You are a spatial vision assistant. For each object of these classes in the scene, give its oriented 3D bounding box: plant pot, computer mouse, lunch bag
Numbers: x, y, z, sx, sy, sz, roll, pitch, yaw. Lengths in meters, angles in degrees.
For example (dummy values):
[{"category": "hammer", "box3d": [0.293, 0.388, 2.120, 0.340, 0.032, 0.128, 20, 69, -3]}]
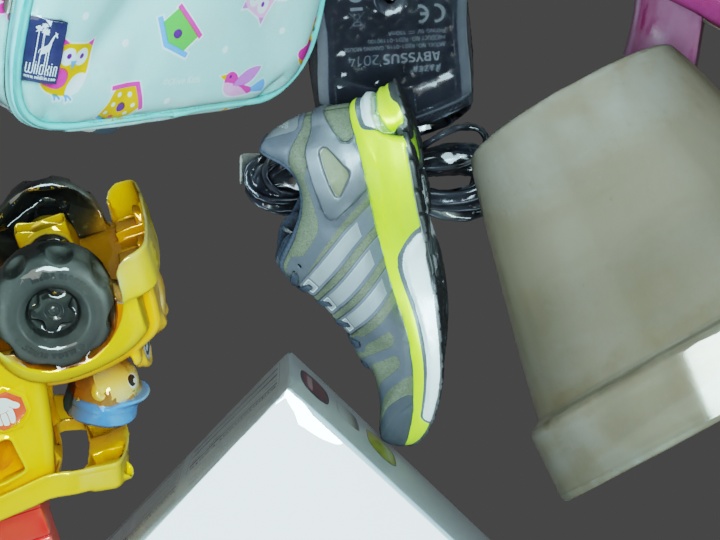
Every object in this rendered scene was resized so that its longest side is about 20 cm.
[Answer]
[{"category": "plant pot", "box3d": [0.147, -0.009, 1.055, 0.200, 0.200, 0.174, -28, 83, 3]}, {"category": "computer mouse", "box3d": [0.008, -0.127, 1.099, 0.138, 0.053, 0.201, 1, 110, -3]}, {"category": "lunch bag", "box3d": [-0.098, -0.152, 0.984, 0.077, 0.200, 0.161, 34, 120, 34]}]

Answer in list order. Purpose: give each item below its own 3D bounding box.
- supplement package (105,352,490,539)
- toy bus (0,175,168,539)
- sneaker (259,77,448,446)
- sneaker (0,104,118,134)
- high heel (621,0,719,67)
[{"category": "supplement package", "box3d": [-0.017, 0.171, 1.104, 0.200, 0.111, 0.156, 43, 95, -6]}, {"category": "toy bus", "box3d": [-0.176, 0.069, 1.086, 0.199, 0.136, 0.192, -20, 110, -1]}, {"category": "sneaker", "box3d": [0.000, 0.000, 1.091, 0.081, 0.074, 0.201, -6, 114, 8]}, {"category": "sneaker", "box3d": [-0.124, -0.166, 1.087, 0.071, 0.073, 0.201, 19, 93, -33]}, {"category": "high heel", "box3d": [0.236, -0.131, 1.088, 0.199, 0.067, 0.096, 12, 108, 1]}]
